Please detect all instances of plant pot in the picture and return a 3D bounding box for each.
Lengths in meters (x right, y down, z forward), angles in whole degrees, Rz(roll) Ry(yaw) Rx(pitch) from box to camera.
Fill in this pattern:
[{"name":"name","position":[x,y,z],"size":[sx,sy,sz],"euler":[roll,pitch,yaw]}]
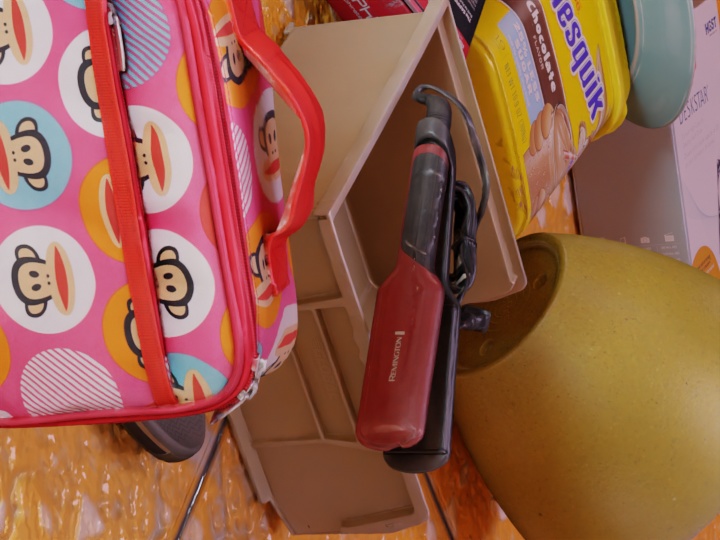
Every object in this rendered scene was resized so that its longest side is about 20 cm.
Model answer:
[{"name":"plant pot","position":[0.128,0.060,1.638],"size":[0.142,0.200,0.200],"euler":[39,47,-26]}]

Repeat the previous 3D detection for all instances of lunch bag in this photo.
[{"name":"lunch bag","position":[-0.096,-0.041,1.098],"size":[0.082,0.176,0.201],"euler":[-35,118,-64]}]

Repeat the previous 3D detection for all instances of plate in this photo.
[{"name":"plate","position":[0.150,-0.182,1.764],"size":[0.200,0.026,0.201],"euler":[161,-90,-73]}]

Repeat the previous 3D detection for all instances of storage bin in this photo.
[{"name":"storage bin","position":[0.000,0.000,1.427],"size":[0.200,0.093,0.199],"euler":[-64,143,-50]}]

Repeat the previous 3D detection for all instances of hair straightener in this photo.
[{"name":"hair straightener","position":[0.033,0.004,1.351],"size":[0.077,0.041,0.201],"euler":[47,41,-57]}]

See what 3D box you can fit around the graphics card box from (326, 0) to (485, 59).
[{"name":"graphics card box","position":[0.027,-0.210,1.536],"size":[0.126,0.051,0.200],"euler":[48,41,-29]}]

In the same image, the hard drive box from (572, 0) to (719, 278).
[{"name":"hard drive box","position":[0.203,-0.077,1.940],"size":[0.156,0.077,0.201],"euler":[-39,122,-63]}]

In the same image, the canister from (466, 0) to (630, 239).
[{"name":"canister","position":[0.085,-0.113,1.656],"size":[0.200,0.086,0.149],"euler":[-50,132,-56]}]

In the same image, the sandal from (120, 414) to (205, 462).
[{"name":"sandal","position":[-0.089,-0.012,1.267],"size":[0.082,0.054,0.201],"euler":[-8,94,-67]}]
